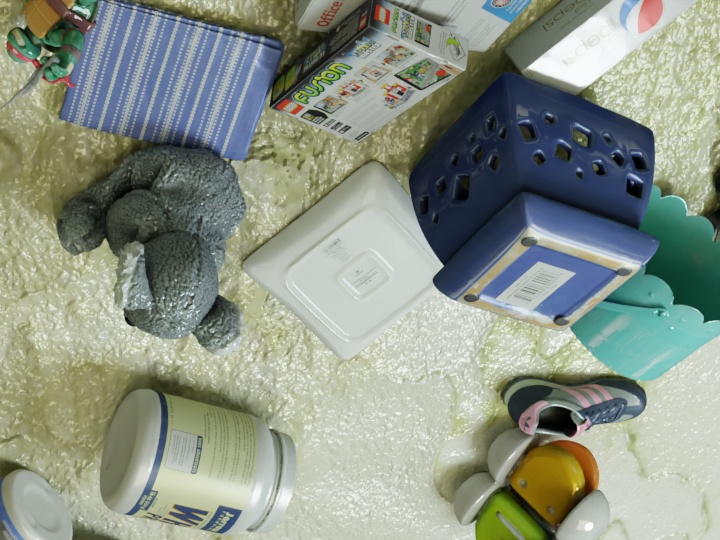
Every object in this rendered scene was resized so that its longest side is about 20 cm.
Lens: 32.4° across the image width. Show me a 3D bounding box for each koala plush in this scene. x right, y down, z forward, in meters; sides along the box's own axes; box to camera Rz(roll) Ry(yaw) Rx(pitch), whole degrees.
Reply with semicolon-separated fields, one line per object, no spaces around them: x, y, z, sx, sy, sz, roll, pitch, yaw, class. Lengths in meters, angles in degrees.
-0.193;-0.010;1.245;0.184;0.200;0.177;-40;124;21;koala plush

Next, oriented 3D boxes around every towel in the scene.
-0.188;-0.192;1.246;0.199;0.024;0.145;12;122;-19;towel

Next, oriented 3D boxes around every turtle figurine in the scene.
-0.283;-0.250;1.134;0.200;0.101;0.150;-45;82;15;turtle figurine

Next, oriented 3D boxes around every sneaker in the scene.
0.285;0.185;1.589;0.199;0.082;0.070;0;123;-15;sneaker

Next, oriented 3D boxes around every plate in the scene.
0.000;0.000;1.418;0.199;0.032;0.200;-37;124;12;plate

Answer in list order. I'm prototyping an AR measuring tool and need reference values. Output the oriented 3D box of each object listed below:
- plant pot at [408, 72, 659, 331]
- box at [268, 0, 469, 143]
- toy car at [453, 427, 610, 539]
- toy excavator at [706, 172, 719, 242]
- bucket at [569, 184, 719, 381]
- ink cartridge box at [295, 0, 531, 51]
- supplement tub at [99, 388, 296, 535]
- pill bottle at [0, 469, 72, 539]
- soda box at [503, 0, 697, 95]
0.184;-0.057;1.299;0.199;0.180;0.200;16;142;-24;plant pot
0.005;-0.191;1.213;0.110;0.035;0.200;20;155;-26;box
0.237;0.307;1.633;0.150;0.175;0.200;-8;136;-56;toy car
0.518;-0.033;1.503;0.199;0.100;0.195;-6;127;-22;toy excavator
0.326;0.016;1.410;0.207;0.208;0.135;22;129;-27;bucket
0.050;-0.280;1.164;0.199;0.085;0.145;3;165;-17;ink cartridge box
-0.190;0.229;1.454;0.199;0.145;0.145;18;118;-24;supplement tub
-0.454;0.335;1.476;0.200;0.114;0.114;-35;125;9;pill bottle
0.252;-0.259;1.287;0.200;0.064;0.068;-38;125;11;soda box
